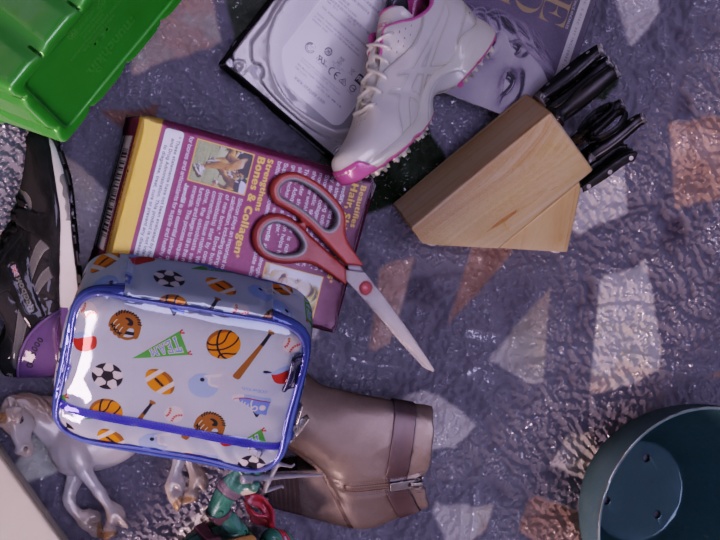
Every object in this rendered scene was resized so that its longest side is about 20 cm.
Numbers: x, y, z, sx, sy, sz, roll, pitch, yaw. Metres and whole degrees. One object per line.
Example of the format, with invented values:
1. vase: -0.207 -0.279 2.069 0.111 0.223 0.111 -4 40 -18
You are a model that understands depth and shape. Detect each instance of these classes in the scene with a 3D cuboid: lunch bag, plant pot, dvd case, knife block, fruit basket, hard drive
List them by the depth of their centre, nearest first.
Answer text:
1. lunch bag: -0.133 0.078 1.211 0.198 0.076 0.161 13 117 -8
2. fruit basket: -0.267 -0.230 1.216 0.213 0.156 0.218 -7 67 16
3. hard drive: -0.006 -0.208 1.328 0.139 0.038 0.201 40 82 -16
4. dvd case: 0.111 -0.216 1.342 0.199 0.016 0.150 17 94 -32
5. knife block: 0.140 -0.109 1.343 0.198 0.064 0.177 3 110 -16
6. plant pot: 0.273 0.209 1.395 0.198 0.135 0.202 -2 95 -17

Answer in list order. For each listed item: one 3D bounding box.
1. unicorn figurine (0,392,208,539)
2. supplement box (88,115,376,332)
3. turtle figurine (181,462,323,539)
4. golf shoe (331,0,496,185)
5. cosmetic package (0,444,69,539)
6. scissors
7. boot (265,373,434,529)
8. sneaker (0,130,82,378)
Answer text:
1. unicorn figurine: -0.211 0.147 1.287 0.199 0.074 0.138 -21 90 -28
2. supplement box: -0.106 -0.039 1.278 0.198 0.103 0.132 16 90 -17
3. turtle figurine: -0.111 0.240 1.265 0.199 0.101 0.151 -15 81 -29
4. golf shoe: 0.026 -0.152 1.254 0.092 0.075 0.200 48 58 -18
5. cosmetic package: -0.305 0.207 1.257 0.103 0.073 0.201 -36 104 -10
6. scissors: 0.000 0.000 1.252 0.199 0.014 0.073 35 83 -15
7. boot: -0.010 0.127 1.326 0.145 0.070 0.202 -4 116 -1
8. sneaker: -0.267 -0.012 1.251 0.087 0.076 0.202 -5 96 -10
